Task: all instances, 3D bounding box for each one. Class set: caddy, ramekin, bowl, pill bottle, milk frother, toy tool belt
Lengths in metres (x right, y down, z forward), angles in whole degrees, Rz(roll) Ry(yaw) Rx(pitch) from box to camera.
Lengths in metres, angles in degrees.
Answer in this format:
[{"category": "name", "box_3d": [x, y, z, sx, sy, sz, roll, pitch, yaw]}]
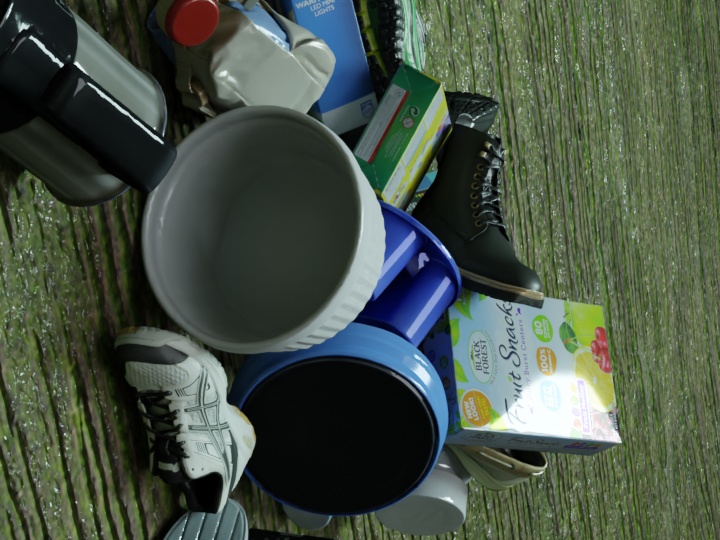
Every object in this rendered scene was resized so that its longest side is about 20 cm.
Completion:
[{"category": "caddy", "box_3d": [0.000, 0.000, 1.489, 0.142, 0.199, 0.105, 53, 58, -28]}, {"category": "ramekin", "box_3d": [-0.073, -0.026, 1.362, 0.105, 0.198, 0.203, 30, 66, -67]}, {"category": "bowl", "box_3d": [-0.020, 0.137, 1.454, 0.040, 0.198, 0.202, -88, 162, -55]}, {"category": "pill bottle", "box_3d": [0.066, 0.156, 1.657, 0.110, 0.108, 0.202, 53, 34, -48]}, {"category": "milk frother", "box_3d": [-0.249, -0.089, 1.130, 0.200, 0.181, 0.188, -41, 144, 6]}, {"category": "toy tool belt", "box_3d": [-0.120, -0.199, 1.365, 0.125, 0.123, 0.199, -49, 142, 7]}]

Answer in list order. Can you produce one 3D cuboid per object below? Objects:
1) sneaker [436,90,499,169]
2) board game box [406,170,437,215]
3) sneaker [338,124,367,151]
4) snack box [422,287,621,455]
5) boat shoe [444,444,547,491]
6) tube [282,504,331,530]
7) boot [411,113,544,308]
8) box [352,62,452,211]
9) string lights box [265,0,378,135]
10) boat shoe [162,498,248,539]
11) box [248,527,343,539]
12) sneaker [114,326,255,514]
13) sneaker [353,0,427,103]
[{"category": "sneaker", "box_3d": [0.108, -0.142, 1.743, 0.200, 0.075, 0.092, -32, 131, -78]}, {"category": "board game box", "box_3d": [0.094, -0.004, 1.680, 0.201, 0.047, 0.150, 54, 30, 11]}, {"category": "sneaker", "box_3d": [-0.033, -0.127, 1.553, 0.200, 0.074, 0.089, -41, 117, -65]}, {"category": "snack box", "box_3d": [0.152, 0.096, 1.561, 0.198, 0.053, 0.144, 9, 64, -33]}, {"category": "boat shoe", "box_3d": [0.094, 0.135, 1.565, 0.201, 0.063, 0.074, 45, 49, -18]}, {"category": "tube", "box_3d": [-0.018, 0.177, 1.621, 0.200, 0.050, 0.078, -55, 147, -55]}, {"category": "boot", "box_3d": [0.116, -0.057, 1.513, 0.077, 0.199, 0.140, 16, 101, -40]}, {"category": "box", "box_3d": [0.038, -0.109, 1.525, 0.118, 0.048, 0.200, -61, 169, -5]}, {"category": "string lights box", "box_3d": [-0.046, -0.231, 1.465, 0.058, 0.103, 0.202, -23, 119, -14]}, {"category": "boat shoe", "box_3d": [-0.152, 0.285, 1.383, 0.067, 0.073, 0.201, 103, 10, -51]}, {"category": "box", "box_3d": [-0.068, 0.320, 1.424, 0.201, 0.158, 0.044, -60, 139, -40]}, {"category": "sneaker", "box_3d": [-0.146, 0.127, 1.352, 0.201, 0.075, 0.088, 58, 41, -43]}, {"category": "sneaker", "box_3d": [0.043, -0.208, 1.657, 0.085, 0.077, 0.203, -33, 120, -55]}]
